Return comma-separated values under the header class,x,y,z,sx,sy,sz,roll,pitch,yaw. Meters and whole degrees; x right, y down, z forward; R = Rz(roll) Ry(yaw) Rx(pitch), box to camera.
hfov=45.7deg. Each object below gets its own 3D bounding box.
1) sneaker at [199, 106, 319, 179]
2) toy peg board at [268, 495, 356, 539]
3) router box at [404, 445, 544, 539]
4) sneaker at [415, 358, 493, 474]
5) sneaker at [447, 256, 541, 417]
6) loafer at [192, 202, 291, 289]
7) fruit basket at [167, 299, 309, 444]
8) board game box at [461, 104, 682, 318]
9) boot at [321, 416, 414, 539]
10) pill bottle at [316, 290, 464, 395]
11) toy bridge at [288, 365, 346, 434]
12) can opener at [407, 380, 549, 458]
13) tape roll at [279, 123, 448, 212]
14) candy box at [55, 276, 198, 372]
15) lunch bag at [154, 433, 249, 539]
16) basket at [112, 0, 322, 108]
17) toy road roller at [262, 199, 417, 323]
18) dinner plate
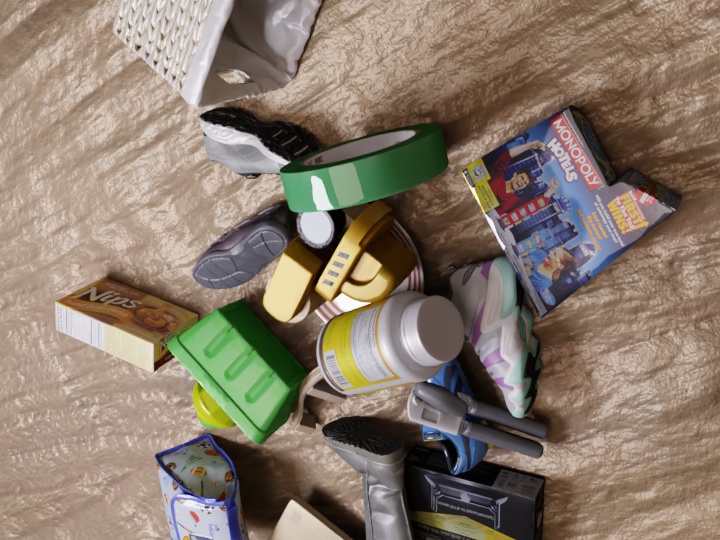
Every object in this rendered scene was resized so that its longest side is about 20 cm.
class,x,y,z,sx,sy,sz,roll,pitch,yaw
sneaker,-0.132,-0.158,1.151,0.197,0.074,0.081,23,129,27
toy peg board,-0.057,0.483,1.357,0.198,0.098,0.202,33,107,15
router box,0.155,0.346,1.193,0.196,0.052,0.161,10,114,26
sneaker,0.104,0.173,1.130,0.203,0.078,0.066,63,154,-6
sneaker,0.151,0.084,1.085,0.137,0.077,0.205,-2,99,31
loafer,-0.166,-0.033,1.230,0.198,0.064,0.072,-27,125,38
fruit basket,-0.199,0.173,1.280,0.210,0.155,0.222,2,98,15
board game box,0.247,-0.078,0.969,0.198,0.062,0.203,-27,95,33
boot,0.016,0.328,1.226,0.181,0.071,0.205,19,125,56
pill bottle,0.037,0.090,1.069,0.198,0.109,0.111,-21,99,51
toy bridge,-0.051,0.171,1.234,0.066,0.028,0.200,21,129,-28
can opener,0.150,0.191,1.082,0.196,0.066,0.054,21,85,-14
tape roll,0.005,-0.122,1.003,0.196,0.200,0.049,-6,107,30
candy box,-0.367,0.081,1.343,0.196,0.115,0.057,19,117,22
lunch bag,-0.241,0.387,1.350,0.199,0.122,0.174,26,128,52
basket,-0.161,-0.329,1.020,0.160,0.197,0.202,37,123,15
toy road roller,-0.020,-0.002,1.083,0.145,0.123,0.202,38,123,11
dinner plate,0.000,0.000,1.161,0.196,0.024,0.205,11,113,26
